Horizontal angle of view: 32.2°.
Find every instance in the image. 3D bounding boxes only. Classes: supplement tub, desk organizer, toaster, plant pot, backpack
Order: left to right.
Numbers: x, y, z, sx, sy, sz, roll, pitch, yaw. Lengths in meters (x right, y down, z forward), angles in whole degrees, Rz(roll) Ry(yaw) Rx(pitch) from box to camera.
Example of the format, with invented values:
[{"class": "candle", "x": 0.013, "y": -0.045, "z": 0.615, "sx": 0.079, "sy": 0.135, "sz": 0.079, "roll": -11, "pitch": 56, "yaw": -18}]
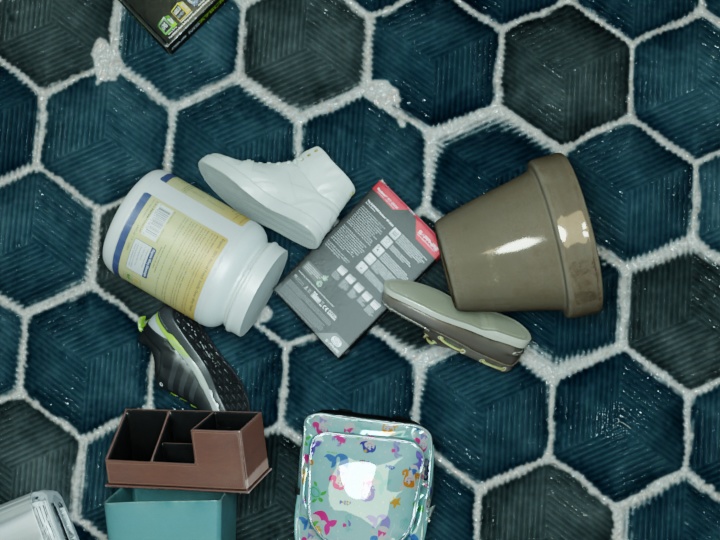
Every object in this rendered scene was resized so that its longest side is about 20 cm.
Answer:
[{"class": "toaster", "x": -0.417, "y": 0.358, "z": 1.542, "sx": 0.128, "sy": 0.114, "sz": 0.202, "roll": -23, "pitch": 81, "yaw": -4}, {"class": "plant pot", "x": -0.225, "y": 0.367, "z": 1.523, "sx": 0.139, "sy": 0.141, "sz": 0.203, "roll": -1, "pitch": 92, "yaw": 3}, {"class": "desk organizer", "x": -0.215, "y": 0.219, "z": 1.526, "sx": 0.197, "sy": 0.072, "sz": 0.078, "roll": -1, "pitch": 104, "yaw": 21}, {"class": "supplement tub", "x": -0.204, "y": -0.020, "z": 1.553, "sx": 0.198, "sy": 0.144, "sz": 0.146, "roll": 30, "pitch": 86, "yaw": 6}, {"class": "backpack", "x": 0.003, "y": 0.280, "z": 1.517, "sx": 0.175, "sy": 0.151, "sz": 0.203, "roll": 7, "pitch": 89, "yaw": 2}, {"class": "plant pot", "x": 0.185, "y": -0.024, "z": 1.507, "sx": 0.172, "sy": 0.200, "sz": 0.203, "roll": -15, "pitch": 83, "yaw": 1}]

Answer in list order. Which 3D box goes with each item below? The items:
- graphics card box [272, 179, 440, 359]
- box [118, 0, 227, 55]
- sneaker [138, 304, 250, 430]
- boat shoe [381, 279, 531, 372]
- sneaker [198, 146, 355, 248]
[{"class": "graphics card box", "x": 0.000, "y": 0.000, "z": 1.589, "sx": 0.125, "sy": 0.051, "sz": 0.200, "roll": 44, "pitch": 86, "yaw": 5}, {"class": "box", "x": -0.247, "y": -0.423, "z": 1.647, "sx": 0.200, "sy": 0.048, "sz": 0.193, "roll": -43, "pitch": 86, "yaw": -3}, {"class": "sneaker", "x": -0.215, "y": 0.137, "z": 1.588, "sx": 0.082, "sy": 0.072, "sz": 0.201, "roll": -35, "pitch": 82, "yaw": 23}, {"class": "boat shoe", "x": 0.112, "y": 0.070, "z": 1.552, "sx": 0.198, "sy": 0.072, "sz": 0.060, "roll": 20, "pitch": 115, "yaw": -11}, {"class": "sneaker", "x": -0.103, "y": -0.119, "z": 1.605, "sx": 0.199, "sy": 0.074, "sz": 0.116, "roll": 30, "pitch": 65, "yaw": 17}]
